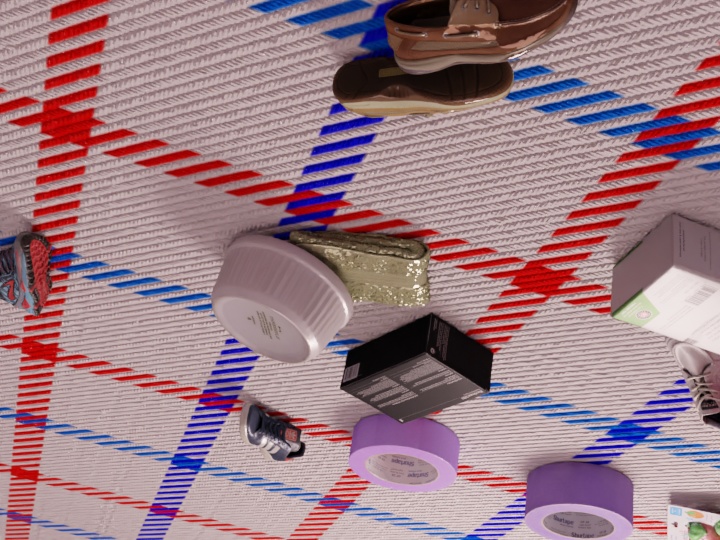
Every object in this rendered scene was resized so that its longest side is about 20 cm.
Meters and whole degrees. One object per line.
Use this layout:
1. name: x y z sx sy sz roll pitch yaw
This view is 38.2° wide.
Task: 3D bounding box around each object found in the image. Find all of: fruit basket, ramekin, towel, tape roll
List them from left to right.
1. ramekin: -0.119 0.048 1.469 0.202 0.094 0.203 22 150 14
2. towel: 0.000 0.000 1.459 0.199 0.037 0.149 5 147 8
3. tape roll: 0.080 0.337 1.909 0.199 0.066 0.200 7 145 5
4. tape roll: 0.410 0.439 1.950 0.199 0.085 0.200 8 146 6
5. fruit basket: 0.682 0.505 1.964 0.199 0.094 0.185 3 146 17

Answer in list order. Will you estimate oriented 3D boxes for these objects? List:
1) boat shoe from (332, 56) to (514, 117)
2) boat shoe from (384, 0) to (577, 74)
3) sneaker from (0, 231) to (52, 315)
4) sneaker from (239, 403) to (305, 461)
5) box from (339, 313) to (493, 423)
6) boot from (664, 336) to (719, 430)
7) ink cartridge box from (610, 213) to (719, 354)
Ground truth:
1. boat shoe: 0.073 -0.198 1.131 0.199 0.072 0.076 4 161 23
2. boat shoe: 0.113 -0.250 1.026 0.199 0.076 0.072 -11 139 26
3. sneaker: -0.526 0.004 1.577 0.095 0.079 0.200 17 146 -6
4. sneaker: -0.157 0.298 1.916 0.084 0.075 0.200 0 155 18
5. box: 0.088 0.158 1.630 0.141 0.079 0.200 35 139 -27
6. boot: 0.504 0.161 1.500 0.073 0.096 0.200 -21 135 39
7. ink cartridge box: 0.444 0.026 1.327 0.199 0.085 0.146 19 146 -12
